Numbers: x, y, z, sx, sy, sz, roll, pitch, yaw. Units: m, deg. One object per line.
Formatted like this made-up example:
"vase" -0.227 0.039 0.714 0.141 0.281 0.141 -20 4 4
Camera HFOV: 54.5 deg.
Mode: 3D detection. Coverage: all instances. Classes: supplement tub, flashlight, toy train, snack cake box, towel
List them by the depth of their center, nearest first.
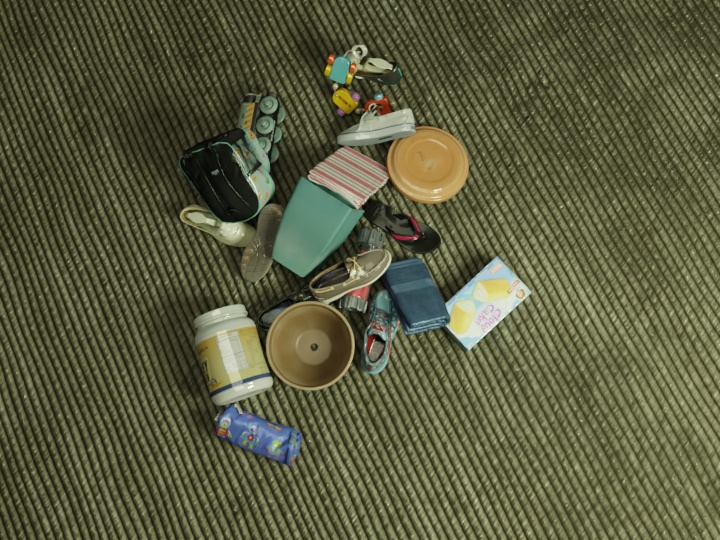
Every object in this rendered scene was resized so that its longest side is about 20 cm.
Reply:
"supplement tub" -0.293 0.191 1.591 0.144 0.144 0.201 -20 79 0
"towel" 0.124 0.056 1.596 0.111 0.049 0.200 -11 47 -13
"snack cake box" 0.280 0.079 1.614 0.200 0.067 0.115 -42 79 -4
"flashlight" 0.000 0.000 1.651 0.068 0.068 0.201 19 75 -30
"towel" -0.020 -0.225 1.654 0.146 0.200 0.030 32 127 9
"toy train" -0.002 -0.455 1.712 0.150 0.056 0.200 -12 123 20
"toy train" -0.256 -0.347 1.725 0.114 0.085 0.201 5 79 14

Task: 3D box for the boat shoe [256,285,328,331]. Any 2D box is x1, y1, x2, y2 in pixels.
"boat shoe" -0.152 0.085 1.646 0.200 0.057 0.069 -28 79 -2

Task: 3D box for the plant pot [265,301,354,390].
"plant pot" -0.111 0.175 1.607 0.200 0.093 0.202 -1 80 3

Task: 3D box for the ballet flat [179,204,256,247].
"ballet flat" -0.345 -0.108 1.690 0.199 0.069 0.070 19 81 7

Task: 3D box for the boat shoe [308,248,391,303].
"boat shoe" -0.024 0.005 1.590 0.200 0.060 0.072 -28 58 8

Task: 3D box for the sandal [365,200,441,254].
"sandal" 0.098 -0.103 1.671 0.200 0.045 0.075 30 82 9

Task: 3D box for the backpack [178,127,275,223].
"backpack" -0.296 -0.218 1.628 0.175 0.153 0.201 -14 111 30

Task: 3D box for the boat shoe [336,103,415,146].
"boat shoe" 0.033 -0.357 1.685 0.201 0.075 0.086 -7 84 27

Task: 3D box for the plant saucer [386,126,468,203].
"plant saucer" 0.163 -0.259 1.684 0.199 0.032 0.201 2 71 -5

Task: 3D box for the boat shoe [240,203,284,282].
"boat shoe" -0.224 -0.065 1.672 0.076 0.072 0.201 27 103 4

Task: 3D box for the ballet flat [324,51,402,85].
"ballet flat" 0.007 -0.511 1.741 0.199 0.068 0.068 8 69 5

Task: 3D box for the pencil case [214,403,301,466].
"pencil case" -0.230 0.369 1.586 0.199 0.078 0.087 21 104 6

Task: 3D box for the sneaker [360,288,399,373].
"sneaker" 0.049 0.136 1.602 0.079 0.096 0.201 9 78 4

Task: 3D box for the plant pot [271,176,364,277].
"plant pot" -0.112 -0.093 1.635 0.141 0.141 0.200 33 100 9
